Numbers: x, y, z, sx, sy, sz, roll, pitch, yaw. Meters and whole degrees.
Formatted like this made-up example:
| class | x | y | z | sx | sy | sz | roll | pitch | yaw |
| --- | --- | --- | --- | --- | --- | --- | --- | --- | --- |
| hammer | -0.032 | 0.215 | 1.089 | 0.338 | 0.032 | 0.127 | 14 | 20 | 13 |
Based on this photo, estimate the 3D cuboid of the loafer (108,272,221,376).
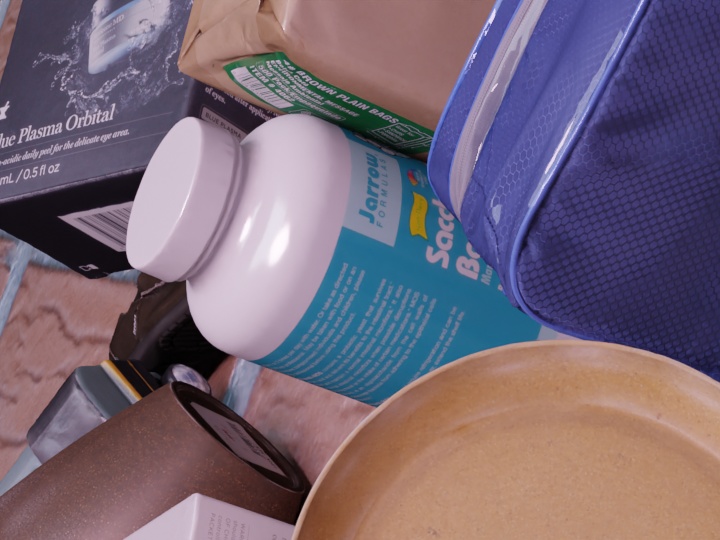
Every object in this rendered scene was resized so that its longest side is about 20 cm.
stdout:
| class | x | y | z | sx | sy | sz | roll | pitch | yaw |
| --- | --- | --- | --- | --- | --- | --- | --- | --- | --- |
| loafer | -0.109 | 0.017 | 1.286 | 0.200 | 0.073 | 0.072 | -40 | 59 | 48 |

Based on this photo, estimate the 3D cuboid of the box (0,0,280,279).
| class | x | y | z | sx | sy | sz | roll | pitch | yaw |
| --- | --- | --- | --- | --- | --- | --- | --- | --- | --- |
| box | -0.126 | -0.116 | 1.335 | 0.196 | 0.117 | 0.201 | -10 | 60 | 40 |

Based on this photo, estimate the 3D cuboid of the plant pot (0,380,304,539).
| class | x | y | z | sx | sy | sz | roll | pitch | yaw |
| --- | --- | --- | --- | --- | --- | --- | --- | --- | --- |
| plant pot | -0.127 | 0.164 | 1.132 | 0.200 | 0.187 | 0.187 | -51 | 26 | 5 |

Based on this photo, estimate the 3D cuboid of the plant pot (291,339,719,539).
| class | x | y | z | sx | sy | sz | roll | pitch | yaw |
| --- | --- | --- | --- | --- | --- | --- | --- | --- | --- |
| plant pot | 0.072 | 0.120 | 0.738 | 0.028 | 0.199 | 0.201 | 80 | -163 | -63 |

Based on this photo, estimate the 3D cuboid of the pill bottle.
| class | x | y | z | sx | sy | sz | roll | pitch | yaw |
| --- | --- | --- | --- | --- | --- | --- | --- | --- | --- |
| pill bottle | 0.000 | 0.000 | 0.933 | 0.111 | 0.199 | 0.111 | -45 | 33 | 42 |

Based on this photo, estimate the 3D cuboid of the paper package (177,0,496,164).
| class | x | y | z | sx | sy | sz | roll | pitch | yaw |
| --- | --- | --- | --- | --- | --- | --- | --- | --- | --- |
| paper package | 0.043 | -0.144 | 0.957 | 0.103 | 0.199 | 0.191 | -10 | 63 | 57 |

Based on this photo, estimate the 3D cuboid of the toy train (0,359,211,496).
| class | x | y | z | sx | sy | sz | roll | pitch | yaw |
| --- | --- | --- | --- | --- | --- | --- | --- | --- | --- |
| toy train | -0.170 | 0.134 | 1.255 | 0.085 | 0.114 | 0.200 | 49 | 112 | 23 |

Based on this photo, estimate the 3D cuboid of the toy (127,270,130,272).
| class | x | y | z | sx | sy | sz | roll | pitch | yaw |
| --- | --- | --- | --- | --- | --- | --- | --- | --- | --- |
| toy | -0.121 | -0.078 | 1.443 | 0.200 | 0.047 | 0.116 | -26 | 50 | 58 |

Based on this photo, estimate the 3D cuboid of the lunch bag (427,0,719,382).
| class | x | y | z | sx | sy | sz | roll | pitch | yaw |
| --- | --- | --- | --- | --- | --- | --- | --- | --- | --- |
| lunch bag | 0.118 | -0.061 | 0.815 | 0.201 | 0.135 | 0.132 | -62 | 24 | 18 |

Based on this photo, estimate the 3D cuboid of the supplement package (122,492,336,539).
| class | x | y | z | sx | sy | sz | roll | pitch | yaw |
| --- | --- | --- | --- | --- | --- | --- | --- | --- | --- |
| supplement package | -0.011 | 0.184 | 0.804 | 0.121 | 0.199 | 0.120 | -37 | 39 | 51 |
